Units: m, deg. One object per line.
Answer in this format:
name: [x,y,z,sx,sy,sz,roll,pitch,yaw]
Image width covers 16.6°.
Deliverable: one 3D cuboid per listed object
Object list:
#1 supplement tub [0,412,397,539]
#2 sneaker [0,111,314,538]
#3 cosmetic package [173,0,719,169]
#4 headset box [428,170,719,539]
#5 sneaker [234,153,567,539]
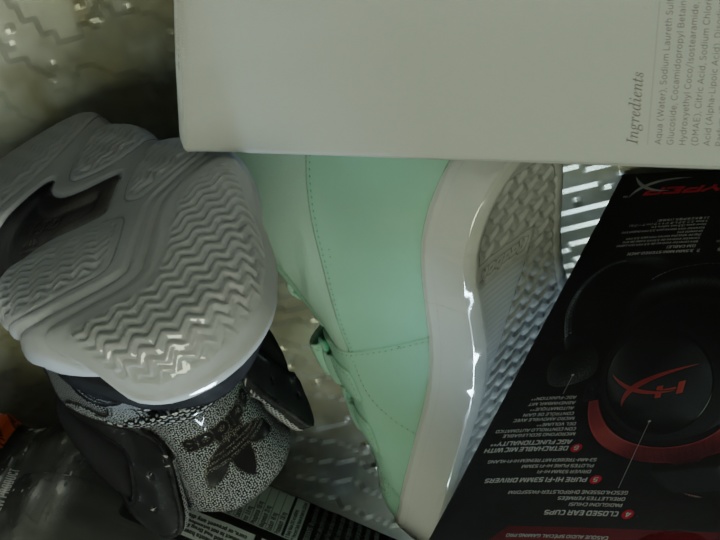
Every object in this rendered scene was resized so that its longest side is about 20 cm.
supplement tub: [-0.053,0.125,0.791,0.199,0.123,0.123,22,124,0]
sneaker: [-0.050,0.023,0.691,0.075,0.200,0.114,-37,112,-10]
cosmetic package: [0.053,-0.088,0.652,0.199,0.113,0.081,2,126,0]
headset box: [0.114,0.058,0.672,0.148,0.200,0.075,-2,128,31]
sneaker: [0.000,0.000,0.755,0.118,0.074,0.201,30,149,22]
